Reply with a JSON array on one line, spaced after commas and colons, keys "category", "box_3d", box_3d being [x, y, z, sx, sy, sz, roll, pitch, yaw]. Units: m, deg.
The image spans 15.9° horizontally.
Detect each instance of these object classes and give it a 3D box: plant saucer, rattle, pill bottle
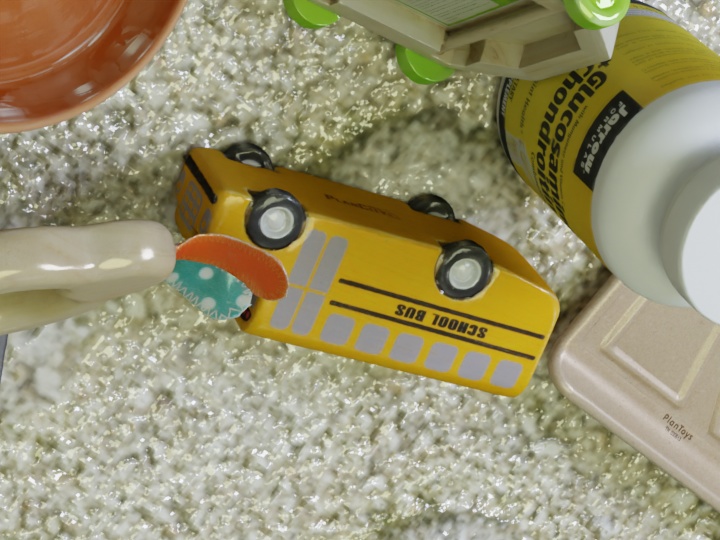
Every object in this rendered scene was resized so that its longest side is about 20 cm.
[{"category": "plant saucer", "box_3d": [-0.162, -0.163, 1.147, 0.199, 0.032, 0.202, -8, 105, -31]}, {"category": "rattle", "box_3d": [-0.146, -0.037, 1.197, 0.199, 0.144, 0.130, -13, 153, -4]}, {"category": "pill bottle", "box_3d": [0.149, -0.051, 1.238, 0.111, 0.200, 0.113, -8, 116, -17]}]

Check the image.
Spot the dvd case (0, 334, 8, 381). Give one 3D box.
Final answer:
[{"category": "dvd case", "box_3d": [-0.271, 0.048, 1.240, 0.199, 0.016, 0.150, 3, 112, -21]}]

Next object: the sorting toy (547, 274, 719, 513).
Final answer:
[{"category": "sorting toy", "box_3d": [0.217, 0.022, 1.398, 0.185, 0.036, 0.200, 36, 94, -30]}]

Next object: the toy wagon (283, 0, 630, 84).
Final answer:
[{"category": "toy wagon", "box_3d": [0.024, -0.140, 1.185, 0.199, 0.155, 0.040, 24, 72, -27]}]

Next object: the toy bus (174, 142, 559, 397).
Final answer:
[{"category": "toy bus", "box_3d": [0.000, 0.000, 1.288, 0.199, 0.065, 0.079, 15, 110, -26]}]
